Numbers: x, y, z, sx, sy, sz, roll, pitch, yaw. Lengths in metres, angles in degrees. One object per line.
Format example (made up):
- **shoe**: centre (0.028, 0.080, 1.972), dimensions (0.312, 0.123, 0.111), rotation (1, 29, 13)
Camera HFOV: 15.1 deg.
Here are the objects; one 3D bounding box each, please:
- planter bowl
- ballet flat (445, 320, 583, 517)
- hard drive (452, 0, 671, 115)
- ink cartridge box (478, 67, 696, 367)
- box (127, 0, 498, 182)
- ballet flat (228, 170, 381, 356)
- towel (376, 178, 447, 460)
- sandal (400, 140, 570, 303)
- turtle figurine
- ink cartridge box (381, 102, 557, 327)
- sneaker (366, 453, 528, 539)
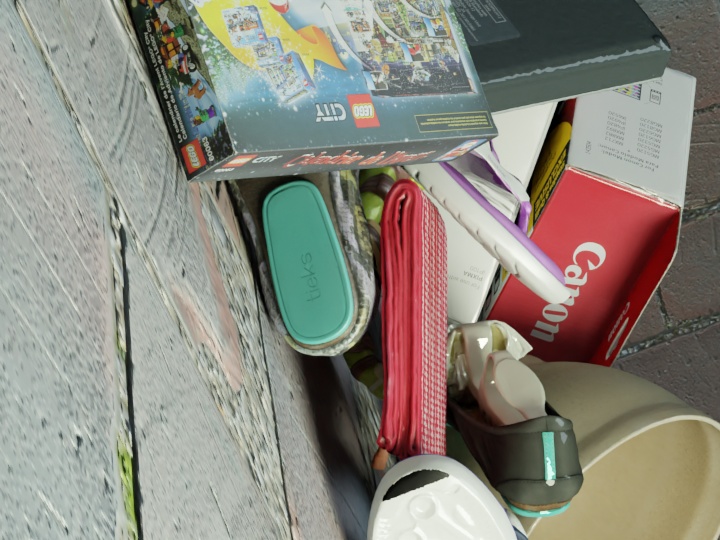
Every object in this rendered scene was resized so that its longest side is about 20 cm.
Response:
- **planter bowl**: centre (0.115, 0.136, 1.676), dimensions (0.135, 0.200, 0.200), rotation (41, -12, 35)
- **ballet flat**: centre (0.079, 0.070, 1.565), dimensions (0.200, 0.068, 0.069), rotation (-135, -141, -60)
- **hard drive**: centre (0.070, -0.153, 1.616), dimensions (0.140, 0.199, 0.033), rotation (55, -36, 32)
- **ink cartridge box**: centre (0.138, -0.015, 1.763), dimensions (0.176, 0.083, 0.200), rotation (-78, -171, -47)
- **box**: centre (-0.026, -0.119, 1.356), dimensions (0.199, 0.038, 0.137), rotation (-6, 74, -48)
- **ballet flat**: centre (-0.034, -0.051, 1.411), dimensions (0.072, 0.072, 0.201), rotation (40, 37, -78)
- **towel**: centre (0.030, 0.032, 1.464), dimensions (0.200, 0.022, 0.146), rotation (40, 51, -82)
- **sandal**: centre (0.048, -0.065, 1.468), dimensions (0.203, 0.050, 0.082), rotation (46, 4, 9)
- **turtle figurine**: centre (0.000, 0.000, 1.560), dimensions (0.161, 0.064, 0.201), rotation (-57, 140, -63)
- **ink cartridge box**: centre (0.066, -0.068, 1.732), dimensions (0.147, 0.082, 0.201), rotation (-170, -79, -90)
- **sneaker**: centre (0.049, 0.151, 1.444), dimensions (0.147, 0.080, 0.201), rotation (-101, 169, -60)
